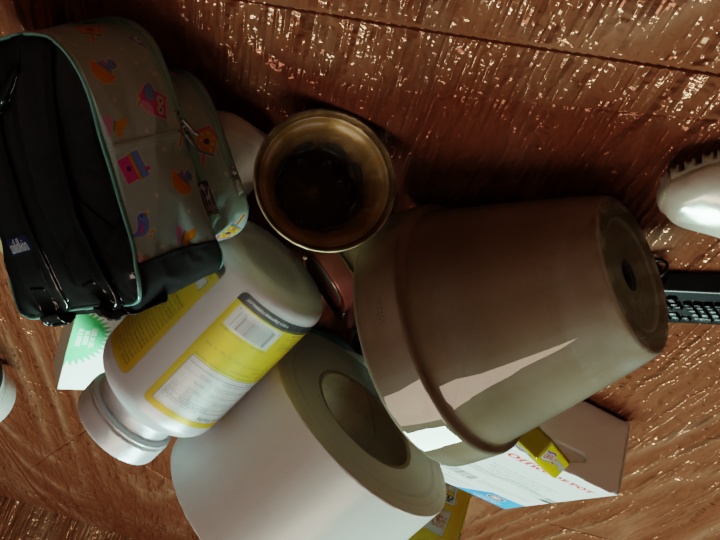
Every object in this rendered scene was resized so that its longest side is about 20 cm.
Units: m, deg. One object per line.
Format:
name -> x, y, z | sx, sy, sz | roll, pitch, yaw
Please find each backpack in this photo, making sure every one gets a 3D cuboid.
backpack -> -0.186, -0.079, 0.821 | 0.176, 0.153, 0.200 | -7, 109, 46

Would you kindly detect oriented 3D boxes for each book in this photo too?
book -> -0.155, 0.049, 1.011 | 0.200, 0.048, 0.134 | 3, 134, -25

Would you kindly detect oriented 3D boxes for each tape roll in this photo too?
tape roll -> -0.043, 0.170, 0.995 | 0.203, 0.203, 0.139 | 35, 111, -33

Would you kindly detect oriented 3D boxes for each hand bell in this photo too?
hand bell -> -0.048, -0.050, 0.912 | 0.104, 0.104, 0.200 | 23, 167, -10

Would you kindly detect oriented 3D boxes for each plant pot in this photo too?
plant pot -> 0.119, 0.026, 0.842 | 0.173, 0.200, 0.200 | -21, 138, 31

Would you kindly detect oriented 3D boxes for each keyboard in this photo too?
keyboard -> 0.198, 0.028, 0.938 | 0.200, 0.040, 0.104 | 0, 151, 32

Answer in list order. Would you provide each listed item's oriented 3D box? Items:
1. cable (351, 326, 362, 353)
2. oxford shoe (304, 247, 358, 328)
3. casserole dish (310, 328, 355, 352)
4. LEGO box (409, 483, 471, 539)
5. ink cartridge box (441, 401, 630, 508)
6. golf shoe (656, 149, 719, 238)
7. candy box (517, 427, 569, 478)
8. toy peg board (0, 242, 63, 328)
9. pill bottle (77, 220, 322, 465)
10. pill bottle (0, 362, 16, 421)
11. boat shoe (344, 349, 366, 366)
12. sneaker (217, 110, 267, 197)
cable -> 0.052, 0.111, 1.102 | 0.163, 0.051, 0.200 | 43, -179, -2
oxford shoe -> 0.000, 0.000, 0.981 | 0.071, 0.075, 0.200 | 55, 173, 1
casserole dish -> -0.043, 0.112, 1.283 | 0.121, 0.039, 0.200 | 7, 153, 24
LEGO box -> 0.032, 0.260, 1.408 | 0.200, 0.149, 0.077 | 26, 155, -15
ink cartridge box -> 0.166, 0.188, 1.240 | 0.146, 0.086, 0.200 | 28, 153, -21
golf shoe -> 0.278, -0.019, 0.715 | 0.200, 0.097, 0.078 | 8, 156, 24
candy box -> 0.103, 0.106, 1.049 | 0.200, 0.026, 0.102 | 42, -179, 27
toy peg board -> -0.218, 0.004, 1.140 | 0.200, 0.098, 0.199 | -1, 134, 34
pill bottle -> -0.133, 0.061, 0.921 | 0.112, 0.112, 0.200 | 35, 110, -33
pill bottle -> -0.575, 0.144, 1.627 | 0.116, 0.117, 0.200 | 9, 155, 20
boat shoe -> -0.040, 0.135, 1.198 | 0.070, 0.072, 0.201 | 23, 155, -13
sneaker -> -0.127, -0.055, 0.926 | 0.075, 0.089, 0.200 | 26, 154, -14
